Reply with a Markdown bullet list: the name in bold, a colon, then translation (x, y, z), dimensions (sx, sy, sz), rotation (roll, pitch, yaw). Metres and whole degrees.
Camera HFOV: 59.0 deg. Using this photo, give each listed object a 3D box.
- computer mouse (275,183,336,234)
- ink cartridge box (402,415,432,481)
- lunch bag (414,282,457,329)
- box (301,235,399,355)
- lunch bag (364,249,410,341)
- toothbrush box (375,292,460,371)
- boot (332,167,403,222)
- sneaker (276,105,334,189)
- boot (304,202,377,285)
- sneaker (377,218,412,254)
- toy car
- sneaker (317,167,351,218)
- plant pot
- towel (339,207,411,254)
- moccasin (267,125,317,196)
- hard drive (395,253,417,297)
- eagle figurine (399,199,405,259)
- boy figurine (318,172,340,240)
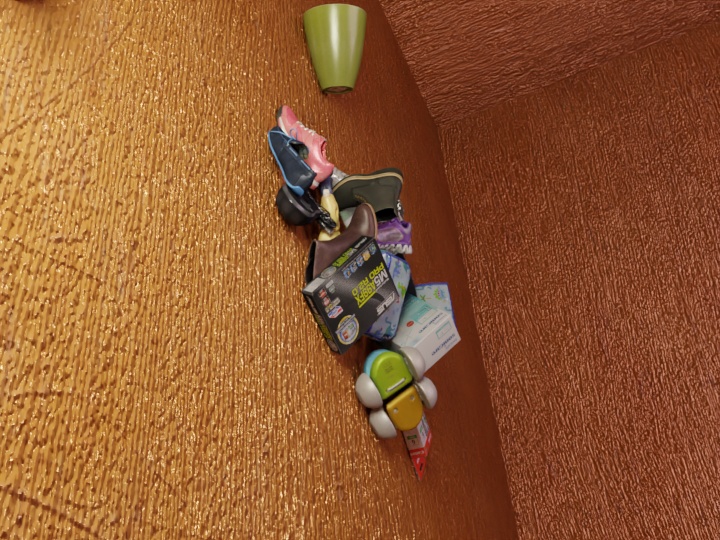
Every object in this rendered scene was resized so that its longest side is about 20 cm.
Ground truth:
- **computer mouse**: translation (-0.126, -0.127, 1.326), dimensions (0.139, 0.052, 0.200), rotation (51, 12, 5)
- **ink cartridge box**: translation (0.158, 0.452, 1.731), dimensions (0.109, 0.049, 0.206), rotation (-41, 113, -71)
- **lunch bag**: translation (0.171, 0.138, 1.806), dimensions (0.128, 0.194, 0.175), rotation (45, 32, -55)
- **box**: translation (-0.016, 0.050, 1.354), dimensions (0.199, 0.044, 0.163), rotation (-41, 121, -28)
- **lunch bag**: translation (0.039, 0.058, 1.508), dimensions (0.159, 0.081, 0.206), rotation (28, 77, -51)
- **toothbrush box**: translation (0.134, 0.157, 1.610), dimensions (0.199, 0.145, 0.087), rotation (28, -29, 56)
- **boot**: translation (0.004, -0.157, 1.484), dimensions (0.078, 0.195, 0.141), rotation (50, 33, -38)
- **sneaker**: translation (-0.118, -0.288, 1.428), dimensions (0.205, 0.085, 0.073), rotation (66, 16, 8)
- **boot**: translation (-0.041, -0.054, 1.372), dimensions (0.164, 0.071, 0.207), rotation (8, 94, -53)
- **sneaker**: translation (0.057, -0.098, 1.593), dimensions (0.196, 0.080, 0.092), rotation (6, 102, -40)
- **toy car**: translation (0.071, 0.271, 1.487), dimensions (0.149, 0.172, 0.204), rotation (29, -34, 63)
- **sneaker**: translation (-0.062, -0.221, 1.585), dimensions (0.201, 0.078, 0.078), rotation (56, 26, -43)
- **plant pot**: translation (-0.069, -0.614, 1.799), dimensions (0.187, 0.181, 0.208), rotation (-9, 97, -73)
- **towel**: translation (0.043, -0.112, 1.636), dimensions (0.023, 0.151, 0.203), rotation (37, -21, 54)
- **moccasin**: translation (-0.133, -0.234, 1.314), dimensions (0.080, 0.068, 0.203), rotation (36, 21, -53)
- **hard drive**: translation (0.077, 0.019, 1.724), dimensions (0.205, 0.132, 0.042), rotation (68, -15, -11)
- **eagle figurine**: translation (0.052, -0.102, 1.777), dimensions (0.154, 0.146, 0.204), rotation (-67, 150, -43)
- **boy figurine**: translation (-0.079, -0.129, 1.473), dimensions (0.125, 0.062, 0.207), rotation (102, -17, -68)
